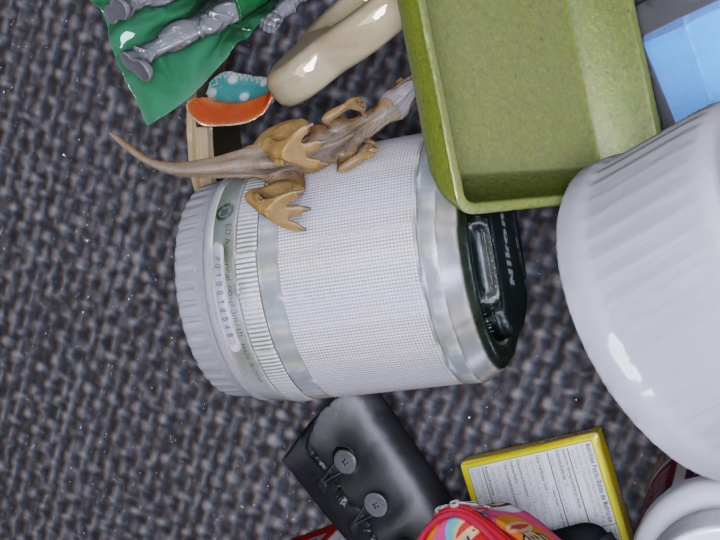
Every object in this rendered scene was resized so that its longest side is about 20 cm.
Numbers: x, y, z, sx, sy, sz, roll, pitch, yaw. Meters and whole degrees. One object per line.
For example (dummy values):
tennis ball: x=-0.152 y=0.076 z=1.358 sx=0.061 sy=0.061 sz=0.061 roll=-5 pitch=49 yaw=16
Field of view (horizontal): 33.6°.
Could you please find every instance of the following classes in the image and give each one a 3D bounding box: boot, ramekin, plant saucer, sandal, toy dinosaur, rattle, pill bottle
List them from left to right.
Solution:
sandal: x=-0.128 y=-0.156 z=0.843 sx=0.069 sy=0.078 sz=0.214 roll=3 pitch=104 yaw=15
toy dinosaur: x=-0.053 y=-0.066 z=0.718 sx=0.198 sy=0.106 sz=0.061 roll=-13 pitch=112 yaw=-1
rattle: x=0.006 y=-0.119 z=0.789 sx=0.200 sy=0.130 sz=0.143 roll=-43 pitch=124 yaw=-1
boot: x=0.055 y=0.155 z=0.812 sx=0.165 sy=0.065 sz=0.201 roll=-44 pitch=71 yaw=23
plant saucer: x=0.093 y=-0.133 z=0.712 sx=0.048 sy=0.199 sz=0.202 roll=-15 pitch=84 yaw=48
pill bottle: x=0.218 y=0.164 z=0.704 sx=0.109 sy=0.200 sz=0.111 roll=2 pitch=98 yaw=18
ramekin: x=0.211 y=0.005 z=0.653 sx=0.098 sy=0.200 sz=0.201 roll=-36 pitch=85 yaw=42

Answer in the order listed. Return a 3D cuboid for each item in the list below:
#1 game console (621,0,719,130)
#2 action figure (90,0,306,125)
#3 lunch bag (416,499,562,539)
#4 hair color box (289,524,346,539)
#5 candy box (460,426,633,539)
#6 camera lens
game console: x=0.265 y=-0.101 z=0.704 sx=0.116 sy=0.176 sz=0.201 roll=-23 pitch=90 yaw=-9
action figure: x=-0.075 y=-0.191 z=0.779 sx=0.054 sy=0.199 sz=0.119 roll=22 pitch=138 yaw=45
lunch bag: x=0.066 y=0.245 z=0.725 sx=0.176 sy=0.082 sz=0.201 roll=38 pitch=108 yaw=34
hair color box: x=-0.012 y=0.294 z=0.848 sx=0.061 sy=0.101 sz=0.201 roll=-23 pitch=89 yaw=18
candy box: x=0.146 y=0.216 z=0.825 sx=0.101 sy=0.026 sz=0.202 roll=-16 pitch=92 yaw=20
camera lens: x=0.000 y=0.000 z=0.775 sx=0.198 sy=0.160 sz=0.162 roll=-8 pitch=94 yaw=19
